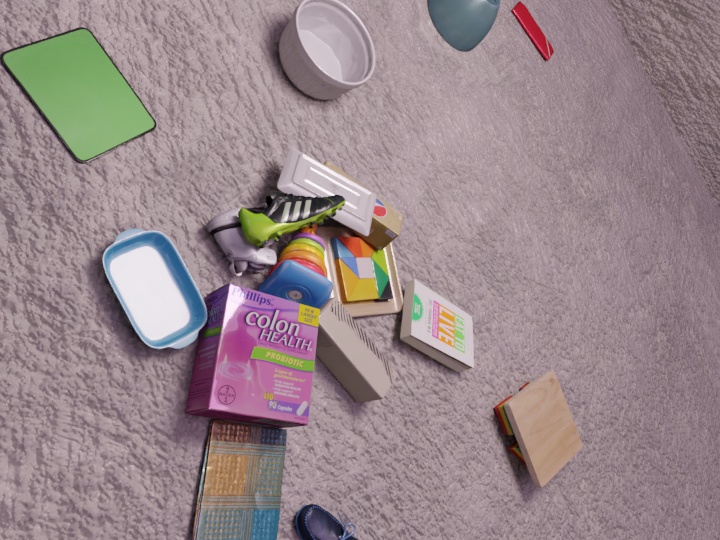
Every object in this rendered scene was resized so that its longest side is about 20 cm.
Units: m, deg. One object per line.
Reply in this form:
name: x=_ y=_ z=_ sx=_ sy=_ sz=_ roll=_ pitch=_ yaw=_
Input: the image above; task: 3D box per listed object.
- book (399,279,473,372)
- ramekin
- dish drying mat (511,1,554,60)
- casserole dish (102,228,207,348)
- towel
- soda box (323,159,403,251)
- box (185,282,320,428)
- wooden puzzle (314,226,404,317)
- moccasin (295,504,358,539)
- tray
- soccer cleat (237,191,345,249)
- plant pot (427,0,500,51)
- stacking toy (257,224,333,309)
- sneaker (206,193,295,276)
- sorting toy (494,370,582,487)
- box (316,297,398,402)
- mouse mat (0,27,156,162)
book: x=0.167 y=0.121 z=1.277 sx=0.200 sy=0.048 sz=0.134 roll=31 pitch=53 yaw=-34
ramekin: x=-0.077 y=-0.459 z=1.239 sx=0.200 sy=0.105 sz=0.201 roll=14 pitch=67 yaw=-36
dish drying mat: x=0.562 y=-0.777 z=1.910 sx=0.200 sy=0.018 sz=0.077 roll=49 pitch=53 yaw=-15
casserole dish: x=-0.325 y=0.032 z=0.925 sx=0.121 sy=0.039 sz=0.200 roll=-30 pitch=94 yaw=-40
towel: x=-0.190 y=0.349 z=0.942 sx=0.146 sy=0.022 sz=0.201 roll=19 pitch=62 yaw=-34
soda box: x=-0.012 y=-0.130 z=1.186 sx=0.200 sy=0.064 sz=0.068 roll=34 pitch=43 yaw=-17
box: x=-0.172 y=0.146 z=0.972 sx=0.176 sy=0.097 sz=0.201 roll=20 pitch=64 yaw=-32
wooden puzzle: x=0.000 y=0.000 z=1.196 sx=0.199 sy=0.037 sz=0.186 roll=-3 pitch=78 yaw=-39
moccasin: x=-0.026 y=0.470 z=1.000 sx=0.200 sy=0.068 sz=0.081 roll=49 pitch=52 yaw=-15
tray: x=-0.054 y=-0.152 z=1.107 sx=0.200 sy=0.022 sz=0.108 roll=27 pitch=55 yaw=-22
soccer cleat: x=-0.115 y=-0.106 z=1.019 sx=0.200 sy=0.067 sz=0.081 roll=-24 pitch=87 yaw=-29
plant pot: x=0.301 y=-0.725 z=1.609 sx=0.200 sy=0.135 sz=0.201 roll=13 pitch=69 yaw=-35
stacking toy: x=-0.105 y=-0.027 z=1.088 sx=0.110 sy=0.116 sz=0.200 roll=29 pitch=42 yaw=-22
sneaker: x=-0.168 y=-0.064 z=1.061 sx=0.200 sy=0.075 sz=0.115 roll=-22 pitch=90 yaw=-36
sorting toy: x=0.412 y=0.367 z=1.384 sx=0.200 sy=0.070 sz=0.199 roll=-20 pitch=89 yaw=-41
box: x=-0.026 y=0.151 z=1.098 sx=0.200 sy=0.082 sz=0.068 roll=52 pitch=50 yaw=-15
mouse mat: x=-0.447 y=-0.286 z=0.952 sx=0.161 sy=0.008 sz=0.200 roll=-43 pitch=104 yaw=-39
